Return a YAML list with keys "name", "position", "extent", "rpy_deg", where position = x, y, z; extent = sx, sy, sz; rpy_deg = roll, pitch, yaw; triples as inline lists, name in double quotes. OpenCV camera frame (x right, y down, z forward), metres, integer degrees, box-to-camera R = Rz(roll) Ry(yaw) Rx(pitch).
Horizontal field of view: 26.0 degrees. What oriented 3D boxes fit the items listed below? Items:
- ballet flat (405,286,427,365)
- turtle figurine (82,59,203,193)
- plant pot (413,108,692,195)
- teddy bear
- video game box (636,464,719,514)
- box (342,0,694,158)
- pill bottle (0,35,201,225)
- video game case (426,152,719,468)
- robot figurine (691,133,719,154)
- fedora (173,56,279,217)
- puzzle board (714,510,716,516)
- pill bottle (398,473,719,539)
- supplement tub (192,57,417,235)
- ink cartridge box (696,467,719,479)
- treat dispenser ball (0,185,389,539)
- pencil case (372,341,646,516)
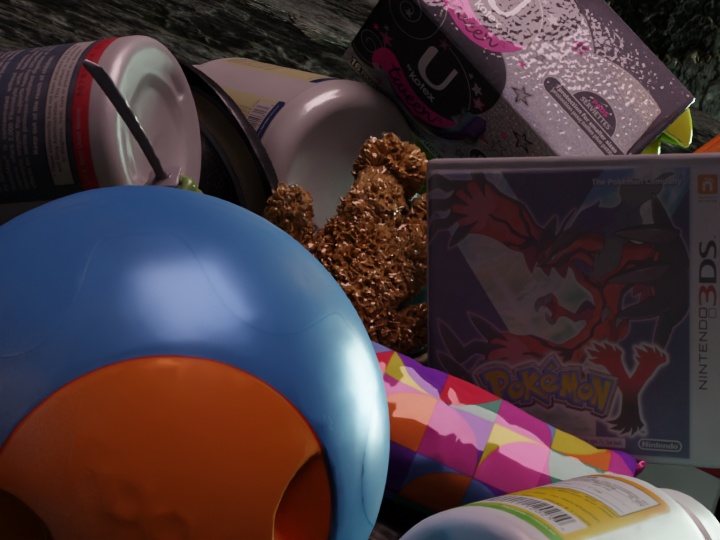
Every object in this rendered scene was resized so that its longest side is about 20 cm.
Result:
- name: "ballet flat"
  position: [0.061, 0.022, 1.113]
  extent: [0.069, 0.070, 0.200]
  rpy_deg: [31, 43, 27]
- name: "turtle figurine"
  position: [-0.109, 0.028, 0.834]
  extent: [0.193, 0.200, 0.145]
  rpy_deg: [19, 50, -26]
- name: "plant pot"
  position: [0.150, -0.108, 1.289]
  extent: [0.199, 0.182, 0.199]
  rpy_deg: [34, 7, -8]
- name: "teddy bear"
  position: [0.000, 0.000, 0.992]
  extent: [0.067, 0.146, 0.200]
  rpy_deg: [0, 24, 47]
- name: "video game box"
  position: [0.161, 0.093, 1.078]
  extent: [0.199, 0.047, 0.182]
  rpy_deg: [19, 18, 14]
- name: "box"
  position: [0.110, -0.137, 1.107]
  extent: [0.200, 0.115, 0.132]
  rpy_deg: [47, 60, 4]
- name: "pill bottle"
  position: [-0.208, -0.072, 0.940]
  extent: [0.199, 0.120, 0.120]
  rpy_deg: [-3, 8, 19]
- name: "video game case"
  position: [0.132, 0.022, 0.946]
  extent: [0.199, 0.184, 0.023]
  rpy_deg: [1, 3, 29]
- name: "robot figurine"
  position: [0.306, -0.010, 1.097]
  extent: [0.200, 0.116, 0.144]
  rpy_deg: [54, -24, 0]
- name: "fedora"
  position: [-0.137, -0.046, 1.044]
  extent: [0.091, 0.201, 0.200]
  rpy_deg: [-32, 48, -29]
- name: "puzzle board"
  position: [0.170, 0.144, 1.052]
  extent: [0.150, 0.017, 0.200]
  rpy_deg: [25, 17, 8]
- name: "pill bottle"
  position: [0.104, 0.158, 0.752]
  extent: [0.111, 0.112, 0.200]
  rpy_deg: [33, 19, 31]
- name: "supplement tub"
  position: [-0.069, -0.079, 1.155]
  extent: [0.144, 0.146, 0.200]
  rpy_deg: [8, 8, -41]
- name: "ink cartridge box"
  position: [0.190, 0.050, 1.013]
  extent: [0.199, 0.083, 0.147]
  rpy_deg: [24, 18, 27]
- name: "treat dispenser ball"
  position: [-0.088, 0.067, 0.623]
  extent: [0.200, 0.202, 0.201]
  rpy_deg: [21, 16, -6]
- name: "pencil case"
  position: [0.062, 0.108, 0.905]
  extent: [0.199, 0.089, 0.088]
  rpy_deg: [24, 16, 1]
